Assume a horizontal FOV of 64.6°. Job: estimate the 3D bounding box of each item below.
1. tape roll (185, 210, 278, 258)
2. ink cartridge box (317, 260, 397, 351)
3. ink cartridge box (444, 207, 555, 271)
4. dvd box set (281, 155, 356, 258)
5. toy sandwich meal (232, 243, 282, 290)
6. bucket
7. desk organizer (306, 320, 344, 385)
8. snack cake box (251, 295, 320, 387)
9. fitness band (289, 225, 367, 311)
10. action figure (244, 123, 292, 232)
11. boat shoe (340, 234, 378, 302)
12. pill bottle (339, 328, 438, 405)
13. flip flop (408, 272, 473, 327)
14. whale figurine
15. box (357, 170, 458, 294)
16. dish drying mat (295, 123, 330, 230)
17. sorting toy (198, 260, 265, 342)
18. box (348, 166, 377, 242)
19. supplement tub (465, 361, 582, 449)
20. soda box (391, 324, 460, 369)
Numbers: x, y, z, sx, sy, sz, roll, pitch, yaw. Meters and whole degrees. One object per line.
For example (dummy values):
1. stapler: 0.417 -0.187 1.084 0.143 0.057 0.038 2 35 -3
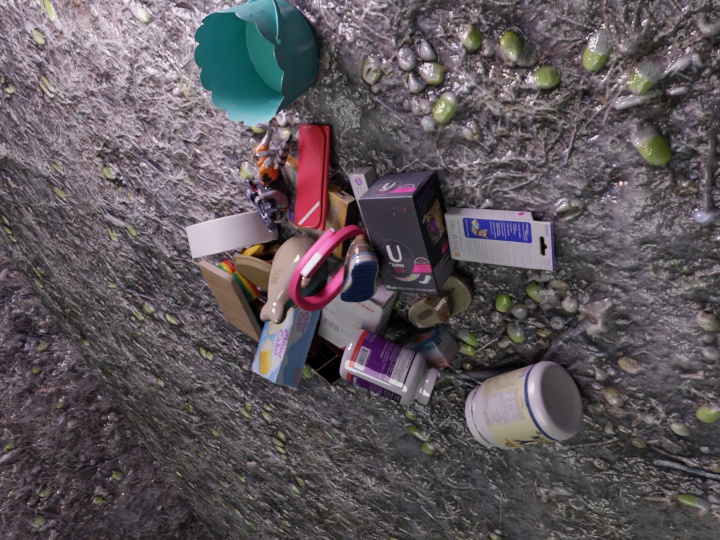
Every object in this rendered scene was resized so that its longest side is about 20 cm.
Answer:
1. tape roll: -0.287 -0.084 1.285 0.200 0.201 0.072 -9 96 42
2. ink cartridge box: -0.008 0.094 1.296 0.146 0.086 0.202 30 135 15
3. ink cartridge box: 0.247 -0.057 1.006 0.197 0.037 0.096 10 128 36
4. dvd box set: -0.096 -0.135 1.198 0.199 0.029 0.148 35 139 26
5. toy sandwich meal: -0.215 -0.007 1.377 0.201 0.071 0.206 20 160 7
6. bucket: -0.182 -0.378 1.017 0.204 0.135 0.210 21 134 23
7. desk organizer: -0.097 0.199 1.416 0.071 0.078 0.200 -13 132 44
8. snack cake box: -0.169 0.151 1.304 0.066 0.204 0.114 21 173 -39
9. fitness band: -0.062 -0.007 1.148 0.037 0.200 0.144 38 172 30
10. action figure: -0.173 -0.169 1.154 0.196 0.103 0.201 90 157 -44
11. boat shoe: 0.000 0.000 1.118 0.071 0.074 0.201 1 153 -12
12. pill bottle: 0.061 0.209 1.206 0.197 0.113 0.114 21 135 10
13. flip flop: 0.158 0.074 1.167 0.081 0.058 0.200 46 139 -3
14. whale figurine: -0.141 0.028 1.227 0.103 0.203 0.158 33 161 -35
15. box: 0.093 -0.070 1.066 0.120 0.106 0.203 2 123 37
16. dish drying mat: -0.096 -0.185 1.130 0.076 0.018 0.205 12 105 34
17. sorting toy: -0.324 0.067 1.513 0.198 0.069 0.202 21 139 49
18. box: 0.029 -0.107 1.138 0.038 0.041 0.203 4 125 37
19. supplement tub: 0.320 0.273 1.132 0.146 0.145 0.199 49 139 -7
20. soda box: 0.124 0.187 1.281 0.198 0.064 0.069 -25 106 46
